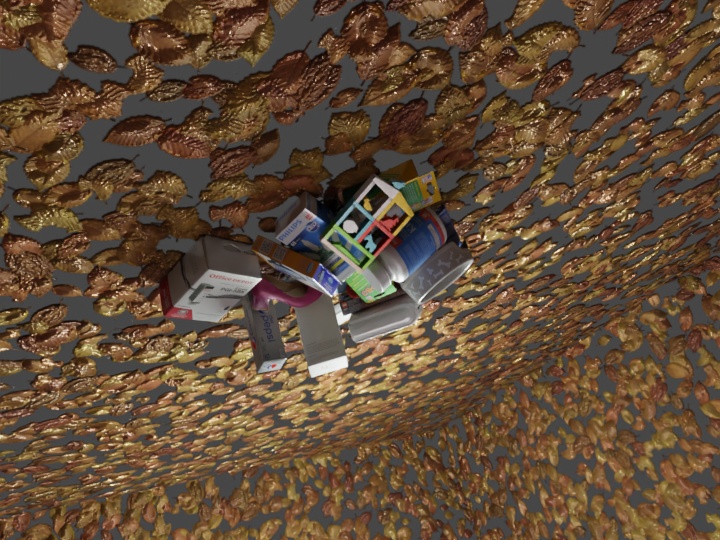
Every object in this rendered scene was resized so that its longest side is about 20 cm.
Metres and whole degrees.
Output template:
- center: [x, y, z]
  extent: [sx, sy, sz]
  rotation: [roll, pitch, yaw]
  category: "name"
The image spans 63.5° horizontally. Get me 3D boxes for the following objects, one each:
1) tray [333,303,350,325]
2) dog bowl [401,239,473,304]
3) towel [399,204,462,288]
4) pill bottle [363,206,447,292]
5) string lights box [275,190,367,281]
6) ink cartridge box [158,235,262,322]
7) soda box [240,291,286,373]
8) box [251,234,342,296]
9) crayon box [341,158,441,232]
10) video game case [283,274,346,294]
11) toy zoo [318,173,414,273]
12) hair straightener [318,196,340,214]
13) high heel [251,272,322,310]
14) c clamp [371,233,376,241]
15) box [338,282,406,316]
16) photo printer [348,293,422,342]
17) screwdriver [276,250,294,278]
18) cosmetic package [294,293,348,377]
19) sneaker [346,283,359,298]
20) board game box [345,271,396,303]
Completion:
- center: [-0.038, 0.119, 1.728]
  extent: [0.197, 0.023, 0.107]
  rotation: [-32, 150, 21]
  category: "tray"
- center: [0.194, 0.006, 1.422]
  extent: [0.197, 0.059, 0.201]
  rotation: [-35, 167, -9]
  category: "dog bowl"
- center: [0.154, -0.054, 1.440]
  extent: [0.197, 0.024, 0.148]
  rotation: [-36, 130, -2]
  category: "towel"
- center: [0.093, -0.048, 1.314]
  extent: [0.199, 0.112, 0.113]
  rotation: [-42, 158, -15]
  category: "pill bottle"
- center: [-0.076, -0.069, 1.235]
  extent: [0.102, 0.060, 0.198]
  rotation: [-38, 128, 27]
  category: "string lights box"
- center: [-0.329, 0.024, 1.275]
  extent: [0.144, 0.085, 0.199]
  rotation: [10, 141, -45]
  category: "ink cartridge box"
- center: [-0.238, 0.139, 1.418]
  extent: [0.061, 0.205, 0.069]
  rotation: [-4, 152, -28]
  category: "soda box"
- center: [-0.132, -0.005, 1.261]
  extent: [0.042, 0.196, 0.119]
  rotation: [-59, 153, -9]
  category: "box"
- center: [0.069, -0.160, 1.254]
  extent: [0.195, 0.053, 0.126]
  rotation: [-24, 153, 7]
  category: "crayon box"
- center: [-0.098, 0.013, 1.489]
  extent: [0.194, 0.023, 0.183]
  rotation: [-5, 149, -29]
  category: "video game case"
- center: [0.023, -0.104, 1.188]
  extent: [0.200, 0.021, 0.130]
  rotation: [-47, 124, 9]
  category: "toy zoo"
- center: [-0.097, -0.086, 1.275]
  extent: [0.075, 0.042, 0.201]
  rotation: [-2, 144, -33]
  category: "hair straightener"
- center: [-0.173, 0.035, 1.408]
  extent: [0.194, 0.068, 0.098]
  rotation: [-5, 129, -26]
  category: "high heel"
- center: [-0.016, -0.031, 1.391]
  extent: [0.168, 0.028, 0.200]
  rotation: [-27, 130, 27]
  category: "c clamp"
- center: [0.036, 0.062, 1.580]
  extent: [0.194, 0.041, 0.137]
  rotation: [-20, -173, -1]
  category: "box"
- center: [0.071, 0.115, 1.548]
  extent: [0.194, 0.072, 0.167]
  rotation: [-19, -171, 10]
  category: "photo printer"
- center: [-0.198, 0.007, 1.414]
  extent: [0.029, 0.029, 0.199]
  rotation: [30, 139, -20]
  category: "screwdriver"
- center: [-0.105, 0.151, 1.489]
  extent: [0.104, 0.206, 0.086]
  rotation: [-13, 152, -4]
  category: "cosmetic package"
- center: [0.059, 0.016, 1.518]
  extent: [0.197, 0.079, 0.116]
  rotation: [-35, 154, 4]
  category: "sneaker"
- center: [0.000, 0.000, 1.383]
  extent: [0.093, 0.031, 0.201]
  rotation: [-23, 128, 25]
  category: "board game box"
